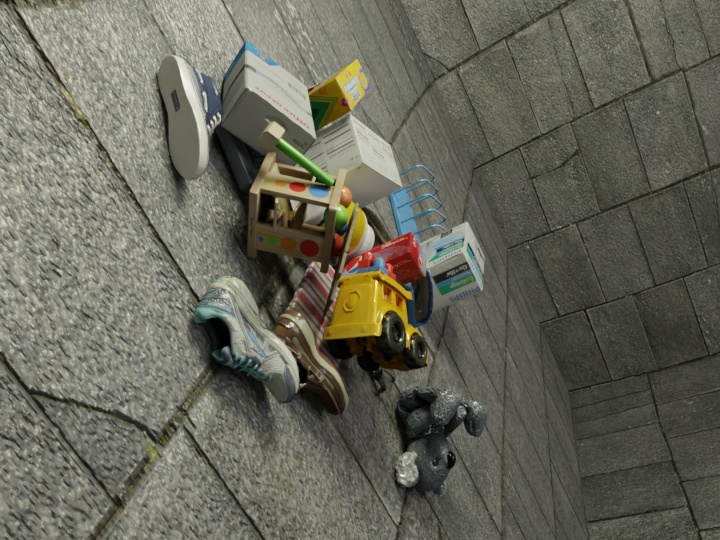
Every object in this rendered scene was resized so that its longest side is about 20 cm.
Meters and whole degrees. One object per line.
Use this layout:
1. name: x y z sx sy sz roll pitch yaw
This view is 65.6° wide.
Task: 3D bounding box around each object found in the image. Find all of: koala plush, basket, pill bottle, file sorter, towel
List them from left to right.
1. towel: -0.071 0.078 1.017 0.148 0.029 0.202 54 34 -26
2. pill bottle: -0.055 -0.096 1.106 0.199 0.110 0.116 35 40 -50
3. basket: 0.097 0.070 1.240 0.202 0.134 0.181 -109 -168 -58
4. file sorter: 0.173 -0.186 1.655 0.138 0.120 0.206 20 52 -60
5. koala plush: 0.146 0.359 1.167 0.175 0.180 0.206 28 66 -43

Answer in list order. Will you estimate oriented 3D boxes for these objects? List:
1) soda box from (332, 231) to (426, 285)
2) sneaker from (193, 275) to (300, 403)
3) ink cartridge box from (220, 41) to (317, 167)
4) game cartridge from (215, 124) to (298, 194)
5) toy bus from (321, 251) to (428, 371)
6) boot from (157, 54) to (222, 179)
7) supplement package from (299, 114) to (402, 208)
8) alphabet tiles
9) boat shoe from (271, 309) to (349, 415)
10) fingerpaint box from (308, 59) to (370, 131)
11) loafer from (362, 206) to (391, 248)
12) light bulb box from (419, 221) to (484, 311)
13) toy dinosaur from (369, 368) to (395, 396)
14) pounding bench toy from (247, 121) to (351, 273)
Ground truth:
1. soda box: 0.031 0.002 1.107 0.070 0.196 0.064 51 30 -29
2. sneaker: -0.163 0.114 0.780 0.203 0.076 0.087 56 38 -12
3. ink cartridge box: -0.162 -0.288 0.977 0.143 0.084 0.203 31 29 -32
4. game cartridge: -0.180 -0.208 1.022 0.136 0.040 0.200 64 24 -4
5. toy bus: 0.037 0.074 1.013 0.199 0.133 0.198 35 54 -46
6. boot: -0.243 -0.227 0.853 0.089 0.071 0.206 9 62 -56
7. supplement package: -0.025 -0.221 1.216 0.199 0.152 0.114 15 56 -61
8. alphabet tiles: -0.030 -0.022 0.918 0.200 0.007 0.172 123 -18 -76
9. boat shoe: -0.090 0.165 0.900 0.075 0.073 0.206 -47 118 -38
10. fingerpaint box: -0.079 -0.365 1.203 0.074 0.163 0.201 58 27 -20
11. loafer: 0.038 -0.066 1.344 0.202 0.067 0.076 54 21 3
12. light bulb box: 0.231 -0.005 1.543 0.127 0.194 0.201 57 25 -17
13. toy dinosaur: 0.036 0.200 1.155 0.202 0.046 0.090 56 20 -35
14. pounding bench toy: -0.089 -0.122 0.892 0.126 0.151 0.204 -79 -179 -51
